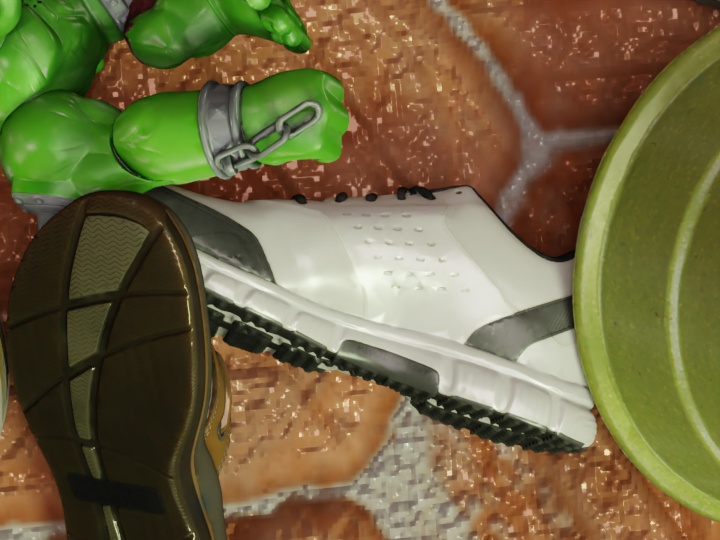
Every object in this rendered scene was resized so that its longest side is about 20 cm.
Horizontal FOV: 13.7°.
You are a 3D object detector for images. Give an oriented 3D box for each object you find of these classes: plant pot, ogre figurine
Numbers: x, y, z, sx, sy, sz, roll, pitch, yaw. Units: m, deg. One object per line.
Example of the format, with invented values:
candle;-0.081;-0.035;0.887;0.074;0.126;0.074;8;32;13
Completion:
plant pot;0.202;0.014;1.014;0.199;0.190;0.202;-4;101;-22
ogre figurine;-0.096;-0.096;1.050;0.120;0.098;0.201;-35;87;7

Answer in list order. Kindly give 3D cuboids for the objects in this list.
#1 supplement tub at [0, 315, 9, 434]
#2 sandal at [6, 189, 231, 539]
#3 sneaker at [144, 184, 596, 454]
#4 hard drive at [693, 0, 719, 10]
supplement tub;-0.190;0.041;0.996;0.144;0.200;0.146;0;93;-6
sandal;-0.071;0.053;1.058;0.081;0.055;0.201;8;127;28
sneaker;0.000;0.000;1.087;0.199;0.074;0.080;20;79;-12
hard drive;0.192;-0.184;1.113;0.131;0.026;0.201;18;90;-6
